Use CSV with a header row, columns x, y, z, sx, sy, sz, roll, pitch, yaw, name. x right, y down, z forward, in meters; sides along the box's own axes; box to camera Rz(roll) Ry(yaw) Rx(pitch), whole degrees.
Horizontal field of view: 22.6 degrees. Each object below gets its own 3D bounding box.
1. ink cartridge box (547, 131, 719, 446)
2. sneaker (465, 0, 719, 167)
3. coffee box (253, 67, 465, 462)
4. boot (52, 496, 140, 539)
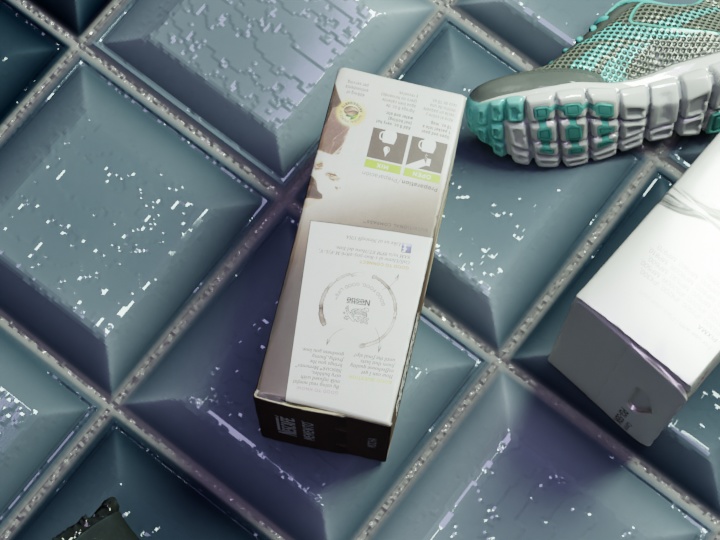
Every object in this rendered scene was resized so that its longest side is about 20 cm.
x,y,z,sx,sy,sz,roll,pitch,yaw,name
0.206,-0.010,1.040,0.083,0.147,0.200,40,76,11,ink cartridge box
0.158,-0.125,1.121,0.200,0.078,0.091,-10,58,-8,sneaker
0.000,0.000,1.049,0.080,0.113,0.200,13,73,2,coffee box
-0.100,0.195,1.013,0.162,0.073,0.198,43,77,14,boot
